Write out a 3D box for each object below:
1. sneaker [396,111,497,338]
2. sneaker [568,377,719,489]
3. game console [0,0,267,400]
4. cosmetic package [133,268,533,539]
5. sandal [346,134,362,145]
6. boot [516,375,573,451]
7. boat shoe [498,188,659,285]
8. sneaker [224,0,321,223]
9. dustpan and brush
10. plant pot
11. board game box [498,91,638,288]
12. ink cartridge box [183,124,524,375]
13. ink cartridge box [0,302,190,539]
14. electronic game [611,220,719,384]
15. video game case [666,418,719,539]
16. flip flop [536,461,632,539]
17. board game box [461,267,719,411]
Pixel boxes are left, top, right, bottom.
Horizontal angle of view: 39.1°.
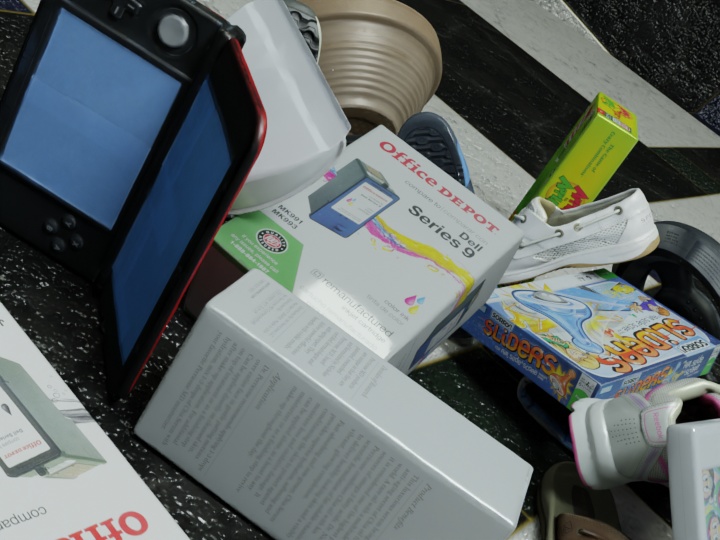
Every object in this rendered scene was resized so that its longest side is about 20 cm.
[{"bbox_3d":[0.074,-0.043,0.875,0.078,0.066,0.200,-56,134,-62],"label":"sneaker"},{"bbox_3d":[0.243,0.120,0.740,0.200,0.088,0.081,0,76,-44],"label":"sneaker"},{"bbox_3d":[-0.152,-0.061,0.588,0.172,0.200,0.119,32,25,-2],"label":"game console"},{"bbox_3d":[-0.015,0.101,0.576,0.200,0.101,0.071,36,25,5],"label":"cosmetic package"},{"bbox_3d":[-0.033,-0.092,0.943,0.200,0.075,0.048,9,44,-26],"label":"sandal"},{"bbox_3d":[0.219,0.139,0.833,0.200,0.074,0.096,33,30,19],"label":"boot"},{"bbox_3d":[0.169,-0.036,0.941,0.071,0.200,0.069,-57,131,-63],"label":"boat shoe"},{"bbox_3d":[-0.090,-0.116,0.770,0.070,0.200,0.093,20,22,-14],"label":"sneaker"},{"bbox_3d":[-0.108,-0.078,0.677,0.140,0.200,0.057,63,7,26],"label":"dustpan and brush"},{"bbox_3d":[-0.018,-0.165,0.975,0.201,0.201,0.093,14,58,-34],"label":"plant pot"},{"bbox_3d":[0.199,-0.074,1.018,0.048,0.200,0.102,33,25,0],"label":"board game box"},{"bbox_3d":[0.000,0.000,0.721,0.145,0.088,0.200,40,45,14],"label":"ink cartridge box"},{"bbox_3d":[-0.190,0.088,0.417,0.200,0.084,0.145,44,27,21],"label":"ink cartridge box"},{"bbox_3d":[0.304,0.050,0.948,0.042,0.200,0.200,-20,51,-22],"label":"electronic game"},{"bbox_3d":[0.259,0.197,0.669,0.182,0.024,0.200,4,82,-46],"label":"video game case"},{"bbox_3d":[0.165,0.189,0.679,0.081,0.058,0.200,28,26,-10],"label":"flip flop"},{"bbox_3d":[0.198,0.055,0.855,0.200,0.035,0.135,-9,37,-45],"label":"board game box"}]
